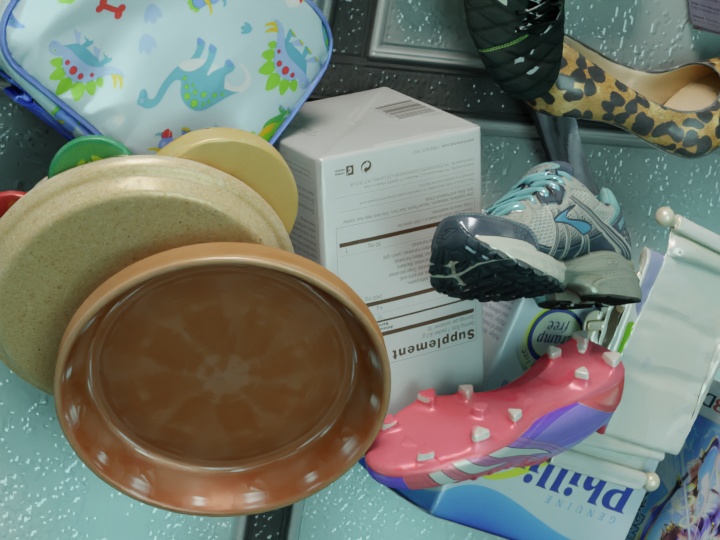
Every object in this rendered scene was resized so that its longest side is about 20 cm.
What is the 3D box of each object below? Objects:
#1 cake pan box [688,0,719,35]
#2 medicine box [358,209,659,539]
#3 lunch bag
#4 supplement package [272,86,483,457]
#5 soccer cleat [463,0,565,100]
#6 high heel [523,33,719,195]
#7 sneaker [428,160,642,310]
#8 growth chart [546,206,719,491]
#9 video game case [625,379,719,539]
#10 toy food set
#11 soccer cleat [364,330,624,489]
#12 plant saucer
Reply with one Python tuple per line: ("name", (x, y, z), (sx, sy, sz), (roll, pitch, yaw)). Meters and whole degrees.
("cake pan box", (0.285, -0.239, 1.328), (0.052, 0.200, 0.186), (-23, 114, -21))
("medicine box", (0.126, 0.083, 1.394), (0.181, 0.103, 0.202), (20, 94, -35))
("lunch bag", (-0.127, -0.140, 1.172), (0.200, 0.082, 0.161), (40, 83, -36))
("supplement package", (0.000, 0.000, 1.274), (0.119, 0.121, 0.202), (-13, 113, -28))
("soccer cleat", (0.105, -0.200, 1.262), (0.067, 0.081, 0.202), (-21, 116, -26))
("high heel", (0.205, -0.144, 1.383), (0.199, 0.071, 0.143), (-30, 126, -11))
("sneaker", (0.103, -0.025, 1.234), (0.199, 0.077, 0.087), (10, 73, -55))
("growth chart", (0.199, 0.056, 1.357), (0.144, 0.018, 0.201), (29, 89, -35))
("video game case", (0.244, 0.184, 1.454), (0.045, 0.181, 0.201), (28, 90, -34))
("toy food set", (-0.135, 0.003, 1.177), (0.196, 0.049, 0.201), (-3, 131, -11))
("soccer cleat", (0.088, 0.104, 1.256), (0.199, 0.067, 0.077), (-23, 130, -31))
("plant saucer", (-0.081, 0.064, 1.178), (0.198, 0.032, 0.202), (-2, 128, -3))
